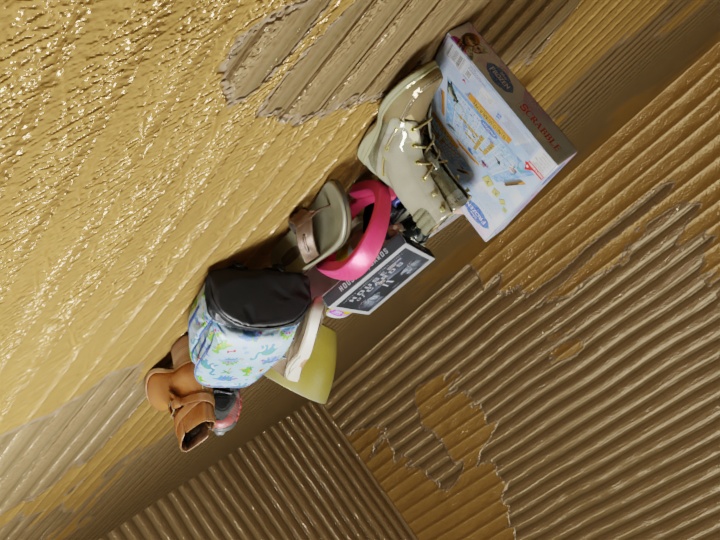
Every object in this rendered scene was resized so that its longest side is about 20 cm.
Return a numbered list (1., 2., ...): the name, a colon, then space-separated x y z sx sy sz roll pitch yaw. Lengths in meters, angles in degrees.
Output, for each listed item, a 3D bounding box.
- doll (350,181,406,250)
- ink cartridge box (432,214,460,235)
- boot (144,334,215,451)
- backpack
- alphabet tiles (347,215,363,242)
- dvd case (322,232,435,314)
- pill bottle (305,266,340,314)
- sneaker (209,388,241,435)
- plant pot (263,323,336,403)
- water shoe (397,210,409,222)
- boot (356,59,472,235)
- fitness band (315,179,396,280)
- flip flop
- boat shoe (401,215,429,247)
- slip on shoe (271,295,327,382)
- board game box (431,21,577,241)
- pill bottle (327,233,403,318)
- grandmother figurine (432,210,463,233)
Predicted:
1. doll: 0.045 -0.100 1.131 0.048 0.137 0.201 21 122 -31
2. ink cartridge box: 0.178 -0.164 1.405 0.147 0.086 0.200 -34 168 -20
3. boot: -0.285 0.219 1.227 0.076 0.157 0.200 9 138 -39
4. backpack: -0.178 0.085 1.109 0.161 0.156 0.199 3 163 -34
5. alphabet tiles: -0.001 -0.068 1.403 0.195 0.015 0.200 -42 170 21
6. dvd case: 0.033 0.010 1.173 0.150 0.025 0.200 -40 165 10
7. pill bottle: -0.116 0.056 1.263 0.112 0.112 0.200 -28 166 -45
8. sneaker: -0.225 0.165 1.256 0.070 0.203 0.098 6 145 -7
9. plant pot: -0.128 0.166 1.595 0.143 0.198 0.200 -62 171 -4
10. water shoe: 0.069 -0.144 1.209 0.199 0.072 0.079 -38 141 22
11. boot: 0.082 -0.143 0.932 0.072 0.155 0.200 -31 169 -30
12. fitness band: -0.008 -0.057 1.080 0.145 0.037 0.200 -65 -161 -8
13. flip flop: -0.078 -0.049 1.062 0.057 0.082 0.200 -7 156 -43
14. boat shoe: 0.091 -0.064 1.349 0.071 0.072 0.199 13 149 -40
15. slip on shoe: -0.100 0.103 1.180 0.201 0.060 0.077 115 -4 -54
16. board game box: 0.146 -0.163 0.947 0.041 0.201 0.200 -32 170 -26
17. pill bottle: 0.000 0.000 1.328 0.104 0.105 0.200 -28 174 -44
18. grandmother figurine: 0.129 -0.119 1.239 0.060 0.198 0.122 39 70 -41
